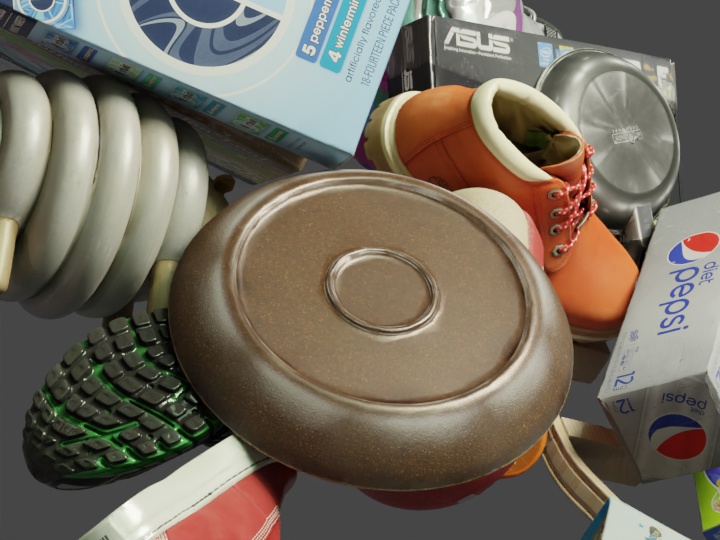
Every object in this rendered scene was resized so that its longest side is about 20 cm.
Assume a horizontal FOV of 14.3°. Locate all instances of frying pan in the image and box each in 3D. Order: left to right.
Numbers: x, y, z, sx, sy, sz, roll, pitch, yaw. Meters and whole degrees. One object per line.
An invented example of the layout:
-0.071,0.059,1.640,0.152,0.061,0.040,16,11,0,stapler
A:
0.147,-0.043,1.695,0.115,0.031,0.191,16,67,-34,frying pan

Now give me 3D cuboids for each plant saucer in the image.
0.008,0.018,1.383,0.199,0.032,0.201,7,46,-7,plant saucer

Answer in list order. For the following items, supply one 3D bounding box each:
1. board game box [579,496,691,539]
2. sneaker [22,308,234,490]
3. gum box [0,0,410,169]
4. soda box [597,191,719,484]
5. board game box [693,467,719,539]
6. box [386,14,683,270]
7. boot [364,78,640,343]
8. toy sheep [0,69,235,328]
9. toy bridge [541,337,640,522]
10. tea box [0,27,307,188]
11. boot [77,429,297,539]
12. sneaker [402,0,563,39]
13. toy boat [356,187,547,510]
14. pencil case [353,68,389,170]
0.091,0.217,1.267,0.064,0.148,0.200,28,29,-3,board game box
-0.076,0.064,1.400,0.200,0.085,0.078,-23,54,-32,sneaker
-0.070,-0.168,1.437,0.199,0.170,0.045,23,-13,-10,gum box
0.193,0.032,1.617,0.064,0.068,0.200,62,28,-24,soda box
0.254,0.072,1.640,0.045,0.134,0.200,55,20,-32,board game box
0.107,-0.057,1.713,0.200,0.049,0.162,8,72,-37,box
0.104,-0.033,1.606,0.200,0.107,0.075,40,55,-25,boot
-0.150,-0.036,1.437,0.200,0.138,0.138,18,32,-30,toy sheep
0.131,0.100,1.600,0.067,0.027,0.200,13,34,-28,toy bridge
-0.107,-0.149,1.555,0.200,0.134,0.197,27,-6,-9,tea box
-0.051,0.155,1.320,0.144,0.072,0.200,53,22,2,boot
0.082,-0.170,1.862,0.140,0.078,0.201,8,76,-50,sneaker
0.053,0.058,1.522,0.131,0.130,0.200,53,21,-25,toy boat
-0.049,-0.135,1.722,0.200,0.088,0.088,28,30,-8,pencil case
